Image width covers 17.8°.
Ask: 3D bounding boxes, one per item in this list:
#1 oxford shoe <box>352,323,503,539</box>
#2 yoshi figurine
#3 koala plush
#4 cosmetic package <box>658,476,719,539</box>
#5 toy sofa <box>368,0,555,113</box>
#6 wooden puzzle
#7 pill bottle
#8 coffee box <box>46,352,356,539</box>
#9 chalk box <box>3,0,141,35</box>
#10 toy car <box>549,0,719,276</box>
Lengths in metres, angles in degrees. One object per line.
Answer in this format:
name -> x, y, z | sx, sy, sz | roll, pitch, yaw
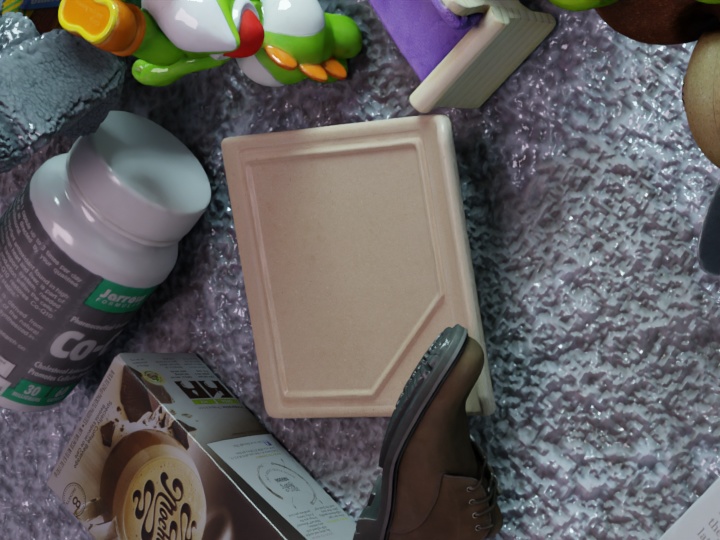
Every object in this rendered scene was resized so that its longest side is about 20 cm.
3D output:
oxford shoe -> 0.052, 0.116, 1.375 | 0.084, 0.073, 0.200 | 19, 129, 8
yoshi figurine -> -0.091, -0.167, 1.427 | 0.112, 0.200, 0.112 | -17, 68, 43
koala plush -> -0.285, -0.093, 1.464 | 0.177, 0.184, 0.200 | 43, 140, -6
cosmetic package -> 0.250, 0.181, 1.164 | 0.200, 0.167, 0.166 | -51, 60, 26
toy sofa -> 0.020, -0.196, 1.396 | 0.083, 0.098, 0.200 | -46, 63, 31
wooden puzzle -> 0.000, 0.000, 1.439 | 0.200, 0.037, 0.185 | -3, 99, 43
pill bottle -> -0.195, -0.006, 1.557 | 0.200, 0.113, 0.113 | -49, 62, 29
coffee box -> -0.100, 0.158, 1.501 | 0.200, 0.080, 0.113 | 43, 114, 31
chalk box -> -0.196, -0.238, 1.553 | 0.124, 0.125, 0.200 | 52, 121, 27
toy car -> 0.197, -0.104, 1.226 | 0.158, 0.164, 0.200 | 2, 103, 39
